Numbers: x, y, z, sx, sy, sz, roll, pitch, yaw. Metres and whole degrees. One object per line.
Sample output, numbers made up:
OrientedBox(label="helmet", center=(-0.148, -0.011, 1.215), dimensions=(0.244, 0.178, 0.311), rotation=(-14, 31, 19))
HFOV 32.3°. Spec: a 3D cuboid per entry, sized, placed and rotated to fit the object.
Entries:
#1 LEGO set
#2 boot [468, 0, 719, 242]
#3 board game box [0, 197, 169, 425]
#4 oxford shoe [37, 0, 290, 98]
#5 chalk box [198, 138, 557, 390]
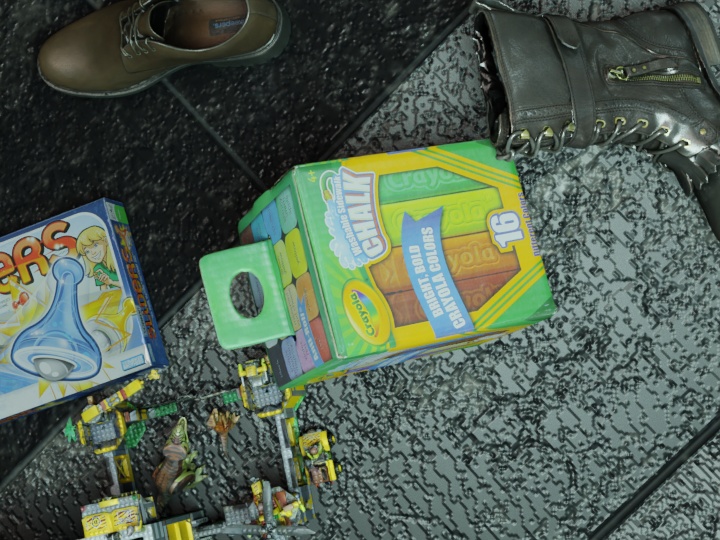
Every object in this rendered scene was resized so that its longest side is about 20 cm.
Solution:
OrientedBox(label="LEGO set", center=(-0.124, 0.141, 0.871), dimensions=(0.200, 0.116, 0.154), rotation=(-6, 84, 14))
OrientedBox(label="boot", center=(0.162, -0.090, 0.803), dimensions=(0.174, 0.069, 0.200), rotation=(-10, 71, -21))
OrientedBox(label="board game box", center=(-0.260, 0.041, 0.958), dimensions=(0.200, 0.034, 0.136), rotation=(-20, 81, 12))
OrientedBox(label="oxford shoe", center=(-0.160, -0.180, 0.927), dimensions=(0.200, 0.084, 0.073), rotation=(-12, 84, 15))
OrientedBox(label="chalk box", center=(0.000, 0.000, 0.802), dimensions=(0.200, 0.124, 0.125), rotation=(-11, 81, -24))
